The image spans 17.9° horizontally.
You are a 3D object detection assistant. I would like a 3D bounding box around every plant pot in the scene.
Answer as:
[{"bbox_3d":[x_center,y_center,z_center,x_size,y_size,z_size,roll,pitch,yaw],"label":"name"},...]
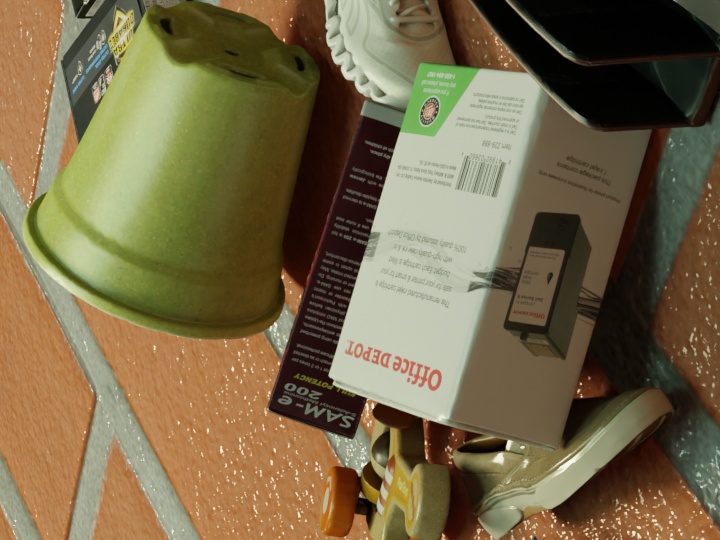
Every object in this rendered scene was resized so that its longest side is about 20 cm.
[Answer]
[{"bbox_3d":[-0.120,-0.083,1.626,0.200,0.200,0.185,50,127,46],"label":"plant pot"}]

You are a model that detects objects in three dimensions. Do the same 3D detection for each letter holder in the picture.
[{"bbox_3d":[0.096,-0.172,1.239,0.200,0.141,0.101,56,142,40],"label":"letter holder"}]

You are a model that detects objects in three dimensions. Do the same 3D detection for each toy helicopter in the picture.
[{"bbox_3d":[0.033,0.123,1.453,0.200,0.078,0.133,-148,69,-80],"label":"toy helicopter"}]

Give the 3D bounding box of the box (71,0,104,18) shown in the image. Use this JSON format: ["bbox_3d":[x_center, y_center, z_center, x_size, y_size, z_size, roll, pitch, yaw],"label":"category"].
[{"bbox_3d":[-0.214,-0.333,1.888,0.160,0.049,0.201,-42,60,60],"label":"box"}]

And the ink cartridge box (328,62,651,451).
[{"bbox_3d":[0.072,-0.011,1.317,0.146,0.084,0.201,16,90,60],"label":"ink cartridge box"}]

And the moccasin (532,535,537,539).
[{"bbox_3d":[0.098,0.204,1.402,0.200,0.068,0.081,-14,76,61],"label":"moccasin"}]

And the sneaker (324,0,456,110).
[{"bbox_3d":[0.016,-0.180,1.471,0.081,0.075,0.201,-56,47,39],"label":"sneaker"}]

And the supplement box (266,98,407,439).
[{"bbox_3d":[0.000,0.000,1.432,0.109,0.061,0.201,71,-144,-89],"label":"supplement box"}]

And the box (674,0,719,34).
[{"bbox_3d":[0.243,-0.160,1.012,0.158,0.050,0.201,43,135,23],"label":"box"}]

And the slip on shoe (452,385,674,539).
[{"bbox_3d":[0.113,0.101,1.338,0.061,0.076,0.200,55,154,6],"label":"slip on shoe"}]

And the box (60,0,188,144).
[{"bbox_3d":[-0.179,-0.121,1.870,0.200,0.049,0.200,-35,64,60],"label":"box"}]
